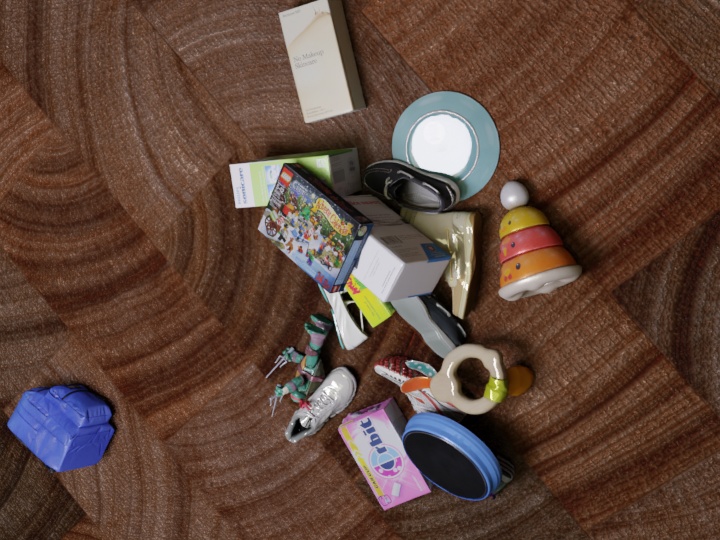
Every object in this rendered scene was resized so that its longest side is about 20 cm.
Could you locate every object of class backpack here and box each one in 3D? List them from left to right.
[{"bbox_3d":[-0.681,0.341,1.827,0.200,0.162,0.168,27,91,22],"label":"backpack"}]

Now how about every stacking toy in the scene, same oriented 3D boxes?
[{"bbox_3d":[0.285,-0.058,1.382,0.146,0.146,0.200,-22,77,24],"label":"stacking toy"}]

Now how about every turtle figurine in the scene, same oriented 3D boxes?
[{"bbox_3d":[-0.117,0.192,1.589,0.101,0.150,0.200,20,106,-15],"label":"turtle figurine"}]

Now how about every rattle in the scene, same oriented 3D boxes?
[{"bbox_3d":[0.193,0.194,1.474,0.200,0.143,0.130,-16,97,36],"label":"rattle"}]

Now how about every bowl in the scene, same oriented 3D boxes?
[{"bbox_3d":[0.163,0.346,1.469,0.200,0.039,0.201,28,146,22],"label":"bowl"}]

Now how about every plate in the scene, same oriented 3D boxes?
[{"bbox_3d":[0.148,-0.218,1.431,0.200,0.026,0.201,6,106,20],"label":"plate"}]

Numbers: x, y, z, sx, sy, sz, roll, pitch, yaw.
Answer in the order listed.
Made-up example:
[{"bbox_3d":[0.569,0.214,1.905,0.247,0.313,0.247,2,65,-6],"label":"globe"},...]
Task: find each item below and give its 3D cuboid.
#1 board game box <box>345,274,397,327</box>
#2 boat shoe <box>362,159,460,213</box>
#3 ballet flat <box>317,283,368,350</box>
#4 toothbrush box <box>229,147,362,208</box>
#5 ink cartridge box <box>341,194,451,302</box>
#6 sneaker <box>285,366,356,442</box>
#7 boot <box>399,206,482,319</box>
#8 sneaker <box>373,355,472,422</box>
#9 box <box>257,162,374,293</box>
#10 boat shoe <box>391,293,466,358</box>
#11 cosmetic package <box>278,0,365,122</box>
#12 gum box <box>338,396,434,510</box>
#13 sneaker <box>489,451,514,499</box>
[{"bbox_3d":[0.000,0.000,1.501,0.048,0.102,0.200,-35,89,25],"label":"board game box"},{"bbox_3d":[0.079,-0.147,1.438,0.200,0.060,0.074,22,126,29],"label":"boat shoe"},{"bbox_3d":[-0.036,0.056,1.558,0.069,0.069,0.200,-16,101,24],"label":"ballet flat"},{"bbox_3d":[-0.117,-0.172,1.479,0.200,0.146,0.086,-3,102,23],"label":"toothbrush box"},{"bbox_3d":[0.033,-0.042,1.382,0.200,0.144,0.084,42,119,29],"label":"ink cartridge box"},{"bbox_3d":[-0.081,0.277,1.617,0.075,0.081,0.200,42,113,9],"label":"sneaker"},{"bbox_3d":[0.139,-0.017,1.461,0.155,0.073,0.200,9,113,23],"label":"boot"},{"bbox_3d":[0.111,0.234,1.531,0.200,0.078,0.082,31,113,12],"label":"sneaker"},{"bbox_3d":[-0.080,-0.074,1.353,0.200,0.038,0.137,40,119,30],"label":"box"},{"bbox_3d":[0.123,0.077,1.467,0.076,0.060,0.200,-6,128,49],"label":"boat shoe"},{"bbox_3d":[-0.068,-0.378,1.449,0.103,0.073,0.200,-11,100,23],"label":"cosmetic package"},{"bbox_3d":[0.053,0.360,1.590,0.113,0.066,0.200,-29,92,24],"label":"gum box"},{"bbox_3d":[0.192,0.365,1.538,0.200,0.074,0.088,32,117,10],"label":"sneaker"}]
